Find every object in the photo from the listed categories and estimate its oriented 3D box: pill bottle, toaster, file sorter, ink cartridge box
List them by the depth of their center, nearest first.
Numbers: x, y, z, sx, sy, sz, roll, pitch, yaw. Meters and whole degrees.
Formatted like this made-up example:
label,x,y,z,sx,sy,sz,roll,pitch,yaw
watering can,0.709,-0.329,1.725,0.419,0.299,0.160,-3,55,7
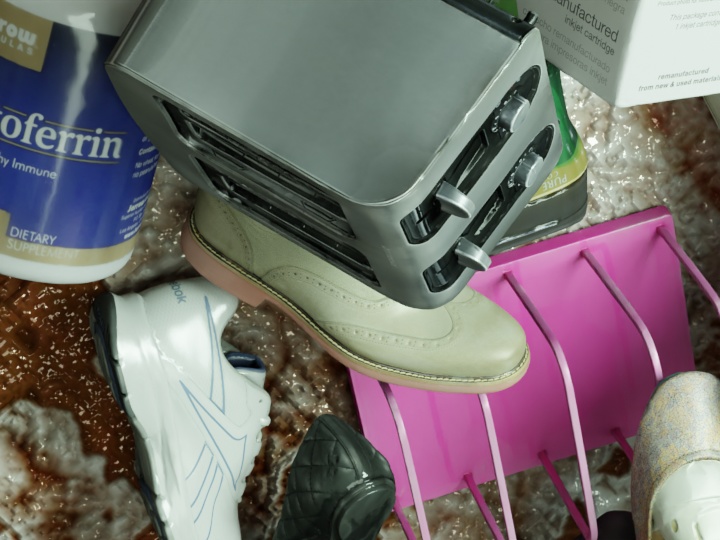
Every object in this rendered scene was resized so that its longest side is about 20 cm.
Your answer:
label,x,y,z,sx,sy,sz,roll,pitch,yaw
ink cartridge box,0.124,-0.198,1.186,0.084,0.145,0.201,-10,125,-36
toaster,-0.014,-0.085,1.215,0.200,0.181,0.119,30,80,15
pill bottle,-0.145,-0.105,1.283,0.115,0.116,0.201,9,114,-19
file sorter,0.106,0.077,1.442,0.199,0.126,0.139,-16,120,-7

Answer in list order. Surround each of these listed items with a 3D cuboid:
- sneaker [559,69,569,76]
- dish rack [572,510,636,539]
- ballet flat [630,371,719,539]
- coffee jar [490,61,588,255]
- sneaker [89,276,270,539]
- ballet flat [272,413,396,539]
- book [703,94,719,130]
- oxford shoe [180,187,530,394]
label,x,y,z,sx,sy,sz,roll,pitch,yaw
sneaker,0.186,-0.176,1.331,0.146,0.080,0.201,12,109,-56
dish rack,0.201,0.202,1.525,0.199,0.055,0.153,16,152,-12
ballet flat,0.180,0.152,1.390,0.068,0.067,0.201,-7,118,-11
coffee jar,0.057,-0.103,1.357,0.104,0.085,0.201,-19,120,-13
sneaker,-0.085,0.093,1.431,0.087,0.075,0.201,-19,122,-12
ballet flat,-0.028,0.152,1.463,0.066,0.057,0.200,-12,149,-31
book,0.270,-0.075,1.391,0.133,0.048,0.201,-25,84,-3
oxford shoe,0.000,0.000,1.354,0.199,0.071,0.074,24,135,6
